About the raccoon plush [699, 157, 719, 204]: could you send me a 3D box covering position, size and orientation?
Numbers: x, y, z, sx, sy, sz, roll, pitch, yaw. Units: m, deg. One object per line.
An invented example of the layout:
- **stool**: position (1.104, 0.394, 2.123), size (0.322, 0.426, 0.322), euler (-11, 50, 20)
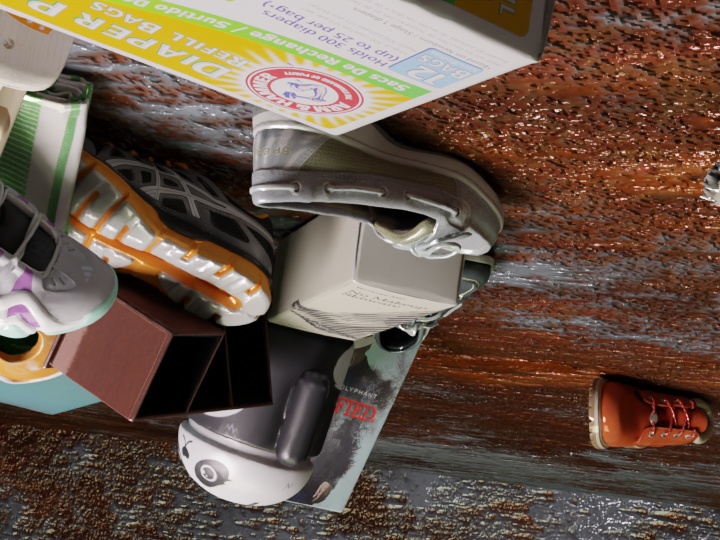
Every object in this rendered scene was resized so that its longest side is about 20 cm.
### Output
- **raccoon plush**: position (0.223, -0.035, 0.609), size (0.133, 0.097, 0.200), euler (15, 168, 7)

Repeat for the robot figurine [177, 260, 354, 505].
- **robot figurine**: position (-0.080, 0.095, 1.079), size (0.124, 0.201, 0.150), euler (18, -178, 8)

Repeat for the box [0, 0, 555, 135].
- **box**: position (-0.049, -0.125, 0.368), size (0.199, 0.102, 0.112), euler (17, 164, -31)

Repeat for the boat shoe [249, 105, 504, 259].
- **boat shoe**: position (0.012, -0.041, 0.757), size (0.074, 0.065, 0.202), euler (-2, 163, 39)

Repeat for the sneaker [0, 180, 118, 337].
- **sneaker**: position (-0.219, -0.040, 0.712), size (0.199, 0.078, 0.140), euler (18, 140, -16)

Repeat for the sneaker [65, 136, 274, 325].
- **sneaker**: position (-0.140, -0.042, 0.844), size (0.200, 0.077, 0.078), euler (35, 136, -21)

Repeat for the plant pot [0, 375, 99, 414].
- **plant pot**: position (-0.230, 0.027, 1.050), size (0.199, 0.142, 0.141), euler (-11, 158, 36)

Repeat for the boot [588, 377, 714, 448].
- **boot**: position (0.310, 0.154, 1.381), size (0.107, 0.076, 0.200), euler (-3, 171, 32)

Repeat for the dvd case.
- **dvd case**: position (-0.031, 0.122, 1.197), size (0.146, 0.201, 0.022), euler (22, -175, -41)

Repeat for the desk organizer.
- **desk organizer**: position (-0.122, 0.053, 0.910), size (0.077, 0.072, 0.200), euler (30, -170, 22)

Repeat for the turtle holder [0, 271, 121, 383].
- **turtle holder**: position (-0.247, -0.013, 0.886), size (0.140, 0.187, 0.132), euler (-12, 180, 15)

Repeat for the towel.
- **towel**: position (-0.263, -0.077, 0.750), size (0.199, 0.023, 0.153), euler (12, 140, -11)

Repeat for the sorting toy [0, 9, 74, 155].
- **sorting toy**: position (-0.207, -0.123, 0.511), size (0.179, 0.107, 0.200), euler (22, 163, -20)

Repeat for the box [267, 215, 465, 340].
- **box**: position (0.000, 0.000, 0.928), size (0.082, 0.069, 0.200), euler (13, 167, -17)

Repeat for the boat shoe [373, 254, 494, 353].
- **boat shoe**: position (0.052, 0.025, 1.010), size (0.072, 0.062, 0.200), euler (12, 166, -12)
